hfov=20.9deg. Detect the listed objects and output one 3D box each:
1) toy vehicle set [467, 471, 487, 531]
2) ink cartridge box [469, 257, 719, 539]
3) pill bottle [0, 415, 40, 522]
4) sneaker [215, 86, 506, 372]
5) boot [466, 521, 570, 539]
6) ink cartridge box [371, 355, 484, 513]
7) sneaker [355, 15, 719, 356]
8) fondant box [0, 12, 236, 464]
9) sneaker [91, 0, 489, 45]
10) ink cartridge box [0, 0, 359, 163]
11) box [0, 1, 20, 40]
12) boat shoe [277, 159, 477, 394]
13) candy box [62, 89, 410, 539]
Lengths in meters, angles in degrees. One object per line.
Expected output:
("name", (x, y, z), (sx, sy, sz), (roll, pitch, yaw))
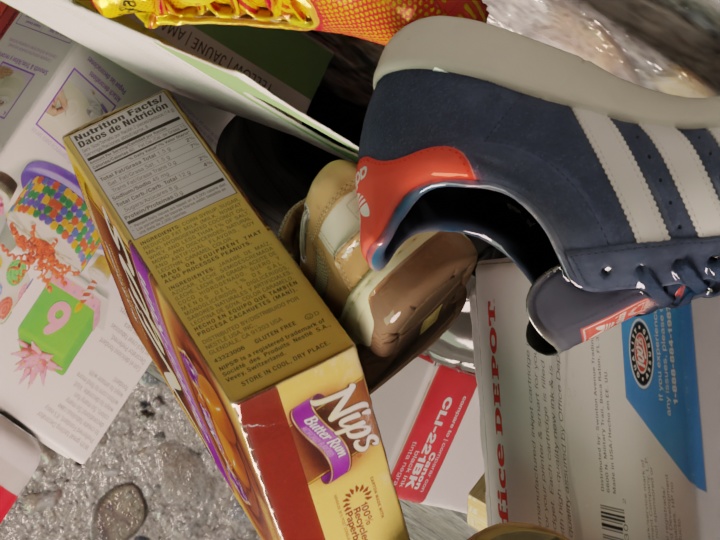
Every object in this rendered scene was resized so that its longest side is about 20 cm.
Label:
("toy vehicle set", (0.165, 0.119, 0.936), (0.199, 0.124, 0.027), (28, 146, 25))
("ink cartridge box", (0.116, 0.063, 0.731), (0.085, 0.148, 0.200), (-5, 180, -15))
("pill bottle", (-0.246, 0.137, 0.907), (0.112, 0.201, 0.112), (32, 170, 6))
("sneaker", (0.024, -0.020, 0.880), (0.199, 0.076, 0.091), (28, 160, 1))
("boot", (0.050, 0.138, 0.690), (0.175, 0.066, 0.200), (50, 167, -20))
("ink cartridge box", (0.026, 0.079, 1.158), (0.144, 0.084, 0.199), (25, -177, 34))
("sneaker", (0.092, -0.009, 0.589), (0.198, 0.085, 0.075), (14, 164, 10))
("fondant box", (-0.133, -0.031, 0.920), (0.058, 0.201, 0.144), (22, 165, 43))
("sneaker", (-0.045, -0.106, 0.659), (0.199, 0.077, 0.073), (25, 166, 29))
("ink cartridge box", (-0.061, -0.094, 0.774), (0.199, 0.048, 0.145), (22, 177, 41))
("box", (-0.195, -0.059, 0.970), (0.094, 0.201, 0.102), (17, 164, 48))
("boat shoe", (0.000, 0.000, 0.801), (0.076, 0.072, 0.200), (47, 163, 8))
("candy box", (-0.055, 0.026, 0.812), (0.200, 0.056, 0.117), (53, 164, 48))
